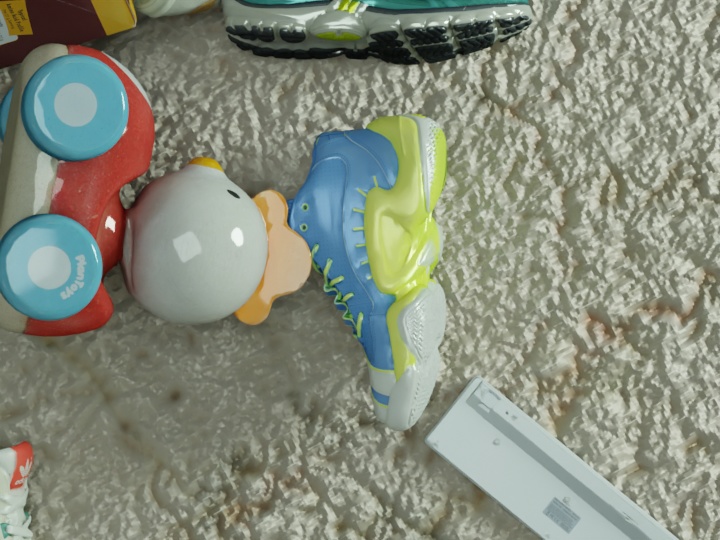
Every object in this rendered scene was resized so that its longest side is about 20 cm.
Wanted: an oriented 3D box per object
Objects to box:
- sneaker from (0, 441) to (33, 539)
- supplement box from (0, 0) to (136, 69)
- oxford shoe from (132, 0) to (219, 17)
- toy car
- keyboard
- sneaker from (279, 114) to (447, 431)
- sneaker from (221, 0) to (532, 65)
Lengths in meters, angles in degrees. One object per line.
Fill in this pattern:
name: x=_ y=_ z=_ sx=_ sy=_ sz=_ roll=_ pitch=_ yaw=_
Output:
sneaker: x=-0.236 y=0.160 z=1.273 sx=0.093 sy=0.070 sz=0.200 roll=-36 pitch=86 yaw=6
supplement box: x=-0.262 y=-0.223 z=1.198 sx=0.199 sy=0.197 sz=0.133 roll=-18 pitch=61 yaw=0
oxford shoe: x=-0.106 y=-0.254 z=1.286 sx=0.058 sy=0.075 sz=0.201 roll=15 pitch=78 yaw=-38
toy car: x=-0.125 y=-0.038 z=1.234 sx=0.199 sy=0.184 sz=0.178 roll=10 pitch=89 yaw=-16
keyboard: x=0.135 y=0.152 z=1.299 sx=0.200 sy=0.011 sz=0.056 roll=39 pitch=95 yaw=2
sneaker: x=0.000 y=0.000 z=1.278 sx=0.104 sy=0.076 sz=0.201 roll=3 pitch=82 yaw=13
sneaker: x=0.011 y=-0.178 z=1.274 sx=0.199 sy=0.078 sz=0.080 roll=4 pitch=81 yaw=1
